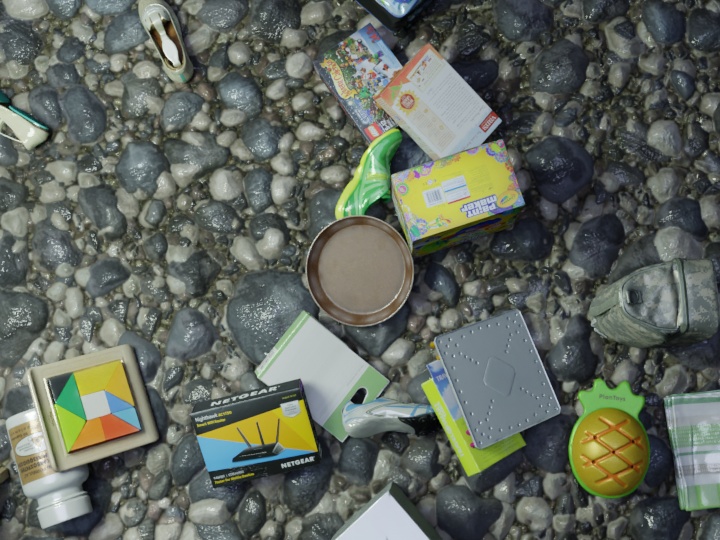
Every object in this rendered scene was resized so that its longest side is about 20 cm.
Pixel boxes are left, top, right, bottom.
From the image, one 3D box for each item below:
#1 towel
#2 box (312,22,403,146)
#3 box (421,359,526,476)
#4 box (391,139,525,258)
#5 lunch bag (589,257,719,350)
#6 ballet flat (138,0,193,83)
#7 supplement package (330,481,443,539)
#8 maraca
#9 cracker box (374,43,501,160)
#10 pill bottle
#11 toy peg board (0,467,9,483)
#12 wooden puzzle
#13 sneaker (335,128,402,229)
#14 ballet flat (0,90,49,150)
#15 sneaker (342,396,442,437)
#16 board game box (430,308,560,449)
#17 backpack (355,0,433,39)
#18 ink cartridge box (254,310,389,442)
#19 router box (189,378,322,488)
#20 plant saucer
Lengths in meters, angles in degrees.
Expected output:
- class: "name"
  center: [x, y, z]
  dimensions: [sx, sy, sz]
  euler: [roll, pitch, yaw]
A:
- class: "towel"
  center: [0.620, 0.312, 1.542]
  dimensions: [0.148, 0.031, 0.202]
  euler: [-6, 81, 3]
- class: "box"
  center: [0.020, -0.350, 1.671]
  dimensions: [0.136, 0.038, 0.201]
  euler: [-35, 81, -4]
- class: "box"
  center: [0.193, 0.241, 1.538]
  dimensions: [0.121, 0.048, 0.201]
  euler: [-21, 79, -34]
- class: "box"
  center: [0.166, -0.120, 1.550]
  dimensions: [0.199, 0.193, 0.123]
  euler: [-18, 81, 1]
- class: "lunch bag"
  center: [0.495, 0.061, 1.506]
  dimensions: [0.166, 0.200, 0.140]
  euler: [1, 78, 0]
- class: "ballet flat"
  center: [-0.375, -0.456, 1.696]
  dimensions: [0.067, 0.062, 0.201]
  euler: [-28, 80, -2]
- class: "supplement package"
  center: [0.059, 0.476, 1.459]
  dimensions: [0.147, 0.200, 0.191]
  euler: [-41, 81, -3]
- class: "maraca"
  center: [0.428, 0.289, 1.516]
  dimensions: [0.136, 0.107, 0.202]
  euler: [5, 81, 4]
- class: "cracker box"
  center: [0.142, -0.294, 1.617]
  dimensions: [0.200, 0.058, 0.134]
  euler: [44, 84, -11]
- class: "pill bottle"
  center: [-0.543, 0.343, 1.553]
  dimensions: [0.114, 0.114, 0.201]
  euler: [-19, 81, 0]
- class: "toy peg board"
  center: [-0.730, 0.434, 1.516]
  dimensions: [0.199, 0.199, 0.099]
  euler: [-12, 96, 1]
- class: "wooden puzzle"
  center: [-0.466, 0.236, 1.551]
  dimensions: [0.199, 0.037, 0.186]
  euler: [-13, 78, -36]
- class: "sneaker"
  center: [0.029, -0.166, 1.628]
  dimensions: [0.083, 0.074, 0.201]
  euler: [29, 93, 8]
- class: "ballet flat"
  center: [-0.688, -0.301, 1.690]
  dimensions: [0.200, 0.069, 0.070]
  euler: [38, 85, 8]
- class: "sneaker"
  center: [0.066, 0.253, 1.559]
  dimensions: [0.198, 0.072, 0.073]
  euler: [-1, 47, -9]
- class: "board game box"
  center: [0.236, 0.186, 1.536]
  dimensions: [0.199, 0.026, 0.201]
  euler: [-16, 79, -32]
- class: "backpack"
  center: [0.077, -0.580, 1.651]
  dimensions: [0.183, 0.147, 0.200]
  euler: [41, 82, 6]
- class: "ink cartridge box"
  center: [-0.068, 0.191, 1.589]
  dimensions: [0.200, 0.048, 0.146]
  euler: [40, 85, -13]
- class: "router box"
  center: [-0.181, 0.286, 1.546]
  dimensions: [0.199, 0.051, 0.150]
  euler: [-14, 105, 3]
- class: "plant saucer"
  center: [0.000, 0.000, 1.600]
  dimensions: [0.199, 0.034, 0.202]
  euler: [1, 95, 9]
